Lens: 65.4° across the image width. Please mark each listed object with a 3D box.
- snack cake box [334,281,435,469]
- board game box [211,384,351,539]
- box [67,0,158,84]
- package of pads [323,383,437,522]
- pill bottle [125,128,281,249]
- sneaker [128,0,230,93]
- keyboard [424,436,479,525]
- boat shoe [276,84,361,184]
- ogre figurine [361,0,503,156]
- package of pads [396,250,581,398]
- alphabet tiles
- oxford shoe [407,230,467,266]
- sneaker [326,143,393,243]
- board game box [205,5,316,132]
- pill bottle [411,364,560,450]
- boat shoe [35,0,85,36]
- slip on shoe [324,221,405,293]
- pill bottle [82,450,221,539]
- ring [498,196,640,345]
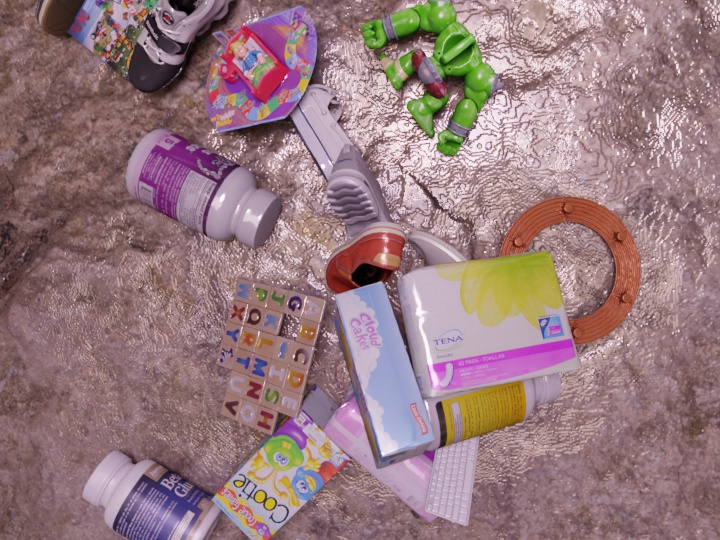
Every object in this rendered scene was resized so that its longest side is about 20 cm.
[{"bbox_3d":[0.024,0.133,0.704,0.066,0.115,0.202,-15,66,-8],"label":"snack cake box"},{"bbox_3d":[-0.108,0.290,0.841,0.105,0.103,0.200,43,102,1],"label":"board game box"},{"bbox_3d":[-0.313,-0.385,0.810,0.136,0.038,0.201,37,102,2],"label":"box"},{"bbox_3d":[0.050,0.243,0.799,0.199,0.121,0.076,40,114,2],"label":"package of pads"},{"bbox_3d":[-0.217,-0.111,0.797,0.198,0.112,0.113,26,101,4],"label":"pill bottle"},{"bbox_3d":[-0.256,-0.327,0.749,0.074,0.089,0.200,42,103,-5],"label":"sneaker"},{"bbox_3d":[0.131,0.242,0.763,0.056,0.201,0.011,13,133,9],"label":"keyboard"},{"bbox_3d":[-0.052,-0.218,0.766,0.085,0.075,0.203,-29,71,-2],"label":"boat shoe"},{"bbox_3d":[0.102,-0.263,0.735,0.119,0.098,0.202,-32,81,23],"label":"ogre figurine"},{"bbox_3d":[0.152,0.062,0.686,0.197,0.068,0.157,-9,77,-8],"label":"package of pads"},{"bbox_3d":[-0.141,0.124,0.815,0.165,0.008,0.203,11,84,29],"label":"alphabet tiles"},{"bbox_3d":[0.137,0.023,0.778,0.200,0.075,0.058,44,82,-3],"label":"oxford shoe"},{"bbox_3d":[0.012,-0.083,0.744,0.074,0.201,0.083,-1,60,13],"label":"sneaker"},{"bbox_3d":[-0.150,-0.276,0.751,0.198,0.039,0.160,-2,78,32],"label":"board game box"},{"bbox_3d":[0.160,0.161,0.756,0.197,0.112,0.114,-13,97,-12],"label":"pill bottle"},{"bbox_3d":[-0.410,-0.438,0.806,0.066,0.072,0.202,38,102,12],"label":"boat shoe"},{"bbox_3d":[0.000,0.000,0.749,0.073,0.200,0.062,12,68,-21],"label":"slip on shoe"},{"bbox_3d":[-0.326,0.371,0.883,0.198,0.111,0.112,29,101,3],"label":"pill bottle"},{"bbox_3d":[0.284,-0.001,0.755,0.197,0.019,0.204,0,88,-2],"label":"ring"}]
